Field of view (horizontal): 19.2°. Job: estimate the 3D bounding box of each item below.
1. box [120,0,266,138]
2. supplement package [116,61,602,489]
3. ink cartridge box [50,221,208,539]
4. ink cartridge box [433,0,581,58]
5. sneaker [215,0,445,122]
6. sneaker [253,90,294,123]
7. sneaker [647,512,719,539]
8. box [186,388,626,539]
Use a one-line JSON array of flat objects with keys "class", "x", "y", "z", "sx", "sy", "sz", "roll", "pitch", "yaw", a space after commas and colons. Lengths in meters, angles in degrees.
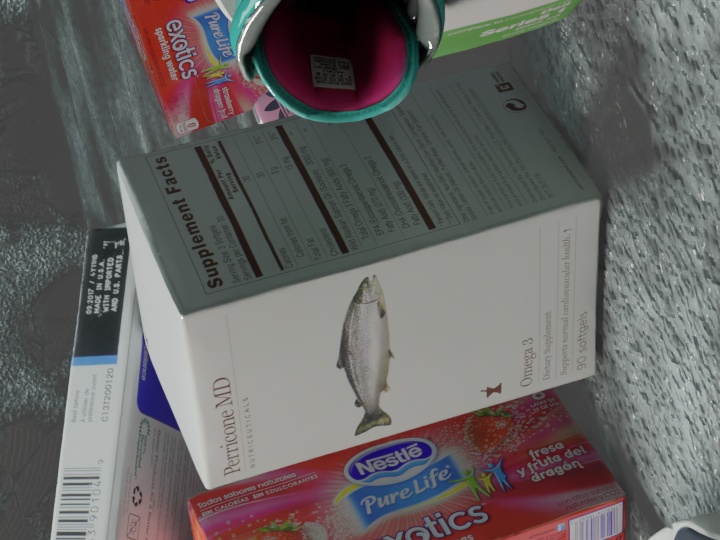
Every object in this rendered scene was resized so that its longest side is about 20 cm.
[{"class": "box", "x": -0.112, "y": -0.196, "z": 1.416, "sx": 0.200, "sy": 0.100, "sz": 0.096, "roll": 75, "pitch": 172, "yaw": -53}, {"class": "supplement package", "x": 0.000, "y": 0.000, "z": 1.000, "sx": 0.117, "sy": 0.200, "sz": 0.117, "roll": -118, "pitch": 17, "yaw": -45}, {"class": "ink cartridge box", "x": -0.093, "y": 0.097, "z": 1.133, "sx": 0.200, "sy": 0.043, "sz": 0.198, "roll": 37, "pitch": -126, "yaw": -61}, {"class": "ink cartridge box", "x": 0.050, "y": -0.183, "z": 0.828, "sx": 0.200, "sy": 0.084, "sz": 0.146, "roll": 136, "pitch": 117, "yaw": -76}, {"class": "sneaker", "x": -0.018, "y": -0.108, "z": 0.848, "sx": 0.200, "sy": 0.084, "sz": 0.121, "roll": 107, "pitch": 155, "yaw": -68}, {"class": "sneaker", "x": -0.029, "y": -0.059, "z": 1.292, "sx": 0.200, "sy": 0.082, "sz": 0.070, "roll": 93, "pitch": 157, "yaw": -56}, {"class": "sneaker", "x": 0.145, "y": 0.193, "z": 0.881, "sx": 0.199, "sy": 0.079, "sz": 0.130, "roll": 115, "pitch": 147, "yaw": -56}, {"class": "box", "x": 0.025, "y": 0.147, "z": 1.069, "sx": 0.095, "sy": 0.200, "sz": 0.103, "roll": -123, "pitch": 20, "yaw": -47}]
